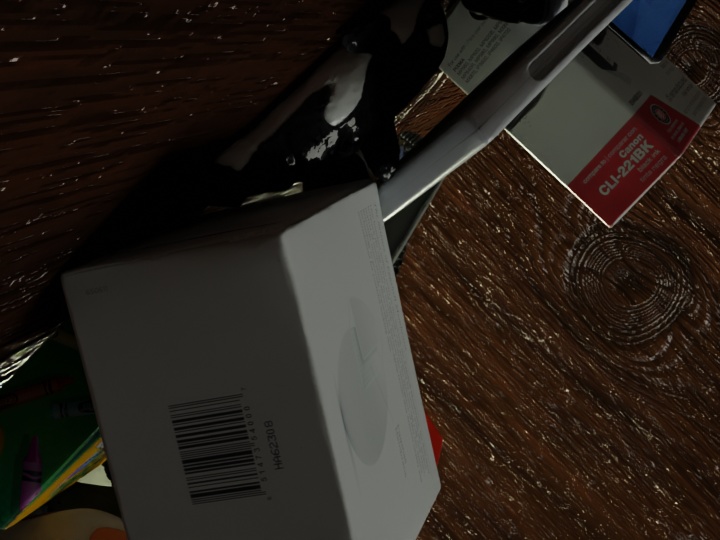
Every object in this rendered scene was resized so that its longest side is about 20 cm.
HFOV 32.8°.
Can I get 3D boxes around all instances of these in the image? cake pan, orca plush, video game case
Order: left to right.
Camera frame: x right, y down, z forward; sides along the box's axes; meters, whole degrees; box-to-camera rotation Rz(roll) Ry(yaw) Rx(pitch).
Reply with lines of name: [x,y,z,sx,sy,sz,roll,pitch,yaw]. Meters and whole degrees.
orca plush: [-0.005,-0.081,0.686,0.200,0.071,0.105,-43,178,-42]
cake pan: [0.000,0.000,0.933,0.201,0.037,0.200,-58,179,-1]
video game case: [0.084,-0.107,0.743,0.182,0.022,0.200,-45,-176,-23]

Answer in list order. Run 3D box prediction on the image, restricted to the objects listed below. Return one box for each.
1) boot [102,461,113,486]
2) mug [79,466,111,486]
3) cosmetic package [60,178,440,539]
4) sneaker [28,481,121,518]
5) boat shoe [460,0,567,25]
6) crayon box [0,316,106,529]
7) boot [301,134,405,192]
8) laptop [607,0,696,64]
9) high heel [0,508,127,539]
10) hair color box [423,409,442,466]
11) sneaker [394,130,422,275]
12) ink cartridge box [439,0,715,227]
boot: [-0.102,0.170,0.994,0.162,0.199,0.073,-39,-167,-12]
mug: [-0.159,0.129,1.111,0.176,0.147,0.200,-54,-156,12]
cosmetic package: [-0.047,0.069,0.669,0.122,0.201,0.200,-10,-172,16]
sneaker: [-0.188,0.175,0.797,0.099,0.198,0.071,-13,113,-74]
boat shoe: [0.092,-0.184,0.763,0.066,0.070,0.200,-27,-178,2]
crayon box: [-0.168,0.078,0.761,0.119,0.058,0.200,-46,179,5]
boot: [-0.030,-0.038,1.037,0.200,0.075,0.097,-49,173,35]
laptop: [0.210,-0.247,0.785,0.178,0.103,0.200,-60,178,1]
high heel: [-0.206,0.192,0.746,0.199,0.068,0.096,13,139,-31]
hair color box: [-0.053,0.129,0.871,0.199,0.102,0.061,-22,-155,27]
sneaker: [-0.005,-0.034,1.113,0.090,0.070,0.201,0,-122,55]
ink cartridge box: [0.163,-0.150,0.949,0.084,0.200,0.144,-50,175,34]
